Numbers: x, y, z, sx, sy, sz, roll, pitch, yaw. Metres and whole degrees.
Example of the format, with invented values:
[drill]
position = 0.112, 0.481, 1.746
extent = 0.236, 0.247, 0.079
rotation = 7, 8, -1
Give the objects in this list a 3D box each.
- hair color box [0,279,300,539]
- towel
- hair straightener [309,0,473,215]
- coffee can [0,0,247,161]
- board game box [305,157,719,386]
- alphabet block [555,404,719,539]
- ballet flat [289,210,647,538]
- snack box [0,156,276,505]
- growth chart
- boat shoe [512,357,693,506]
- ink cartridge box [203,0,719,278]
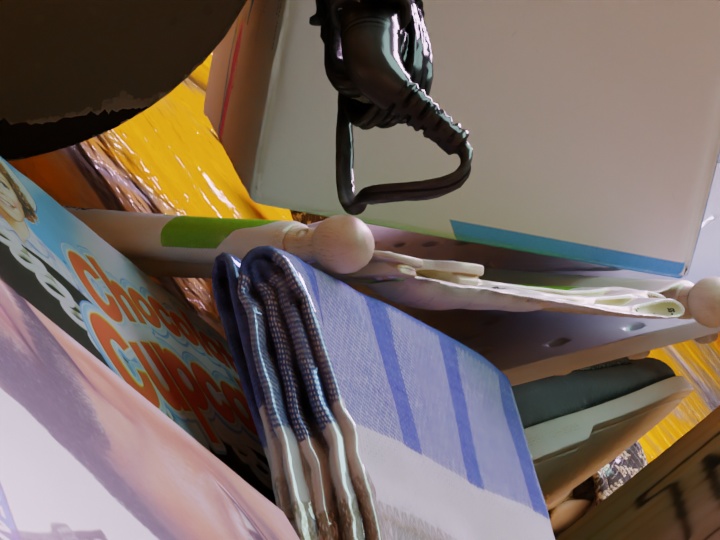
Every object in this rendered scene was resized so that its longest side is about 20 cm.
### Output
[hair color box]
position = -0.070, 0.040, 0.407
extent = 0.200, 0.064, 0.111
rotation = 45, 9, -42
[towel]
position = 0.031, 0.097, 0.617
extent = 0.147, 0.024, 0.201
rotation = 29, 40, -60
[hair straightener]
position = 0.007, -0.080, 0.683
extent = 0.077, 0.041, 0.200
rotation = 88, -4, -45
[coffee can]
position = -0.091, -0.119, 0.725
extent = 0.146, 0.146, 0.200
rotation = 48, 8, -12
[board game box]
position = 0.075, 0.002, 0.880
extent = 0.200, 0.199, 0.026
rotation = -137, -145, -72
[alphabet block]
position = 0.182, 0.127, 0.918
extent = 0.195, 0.200, 0.196
rotation = 49, 8, -6
[ballet flat]
position = 0.037, 0.029, 1.094
extent = 0.200, 0.068, 0.075
rotation = 52, 23, -7
[snack box]
position = -0.036, 0.052, 0.629
extent = 0.200, 0.037, 0.116
rotation = 42, 14, -48
[growth chart]
position = 0.000, 0.000, 0.735
extent = 0.144, 0.018, 0.200
rotation = 5, -2, 37
[boat shoe]
position = 0.058, 0.045, 1.002
extent = 0.062, 0.073, 0.200
rotation = 52, 22, 12
[ink cartridge box]
position = 0.030, -0.086, 0.866
extent = 0.128, 0.126, 0.200
rotation = 10, 9, -9
